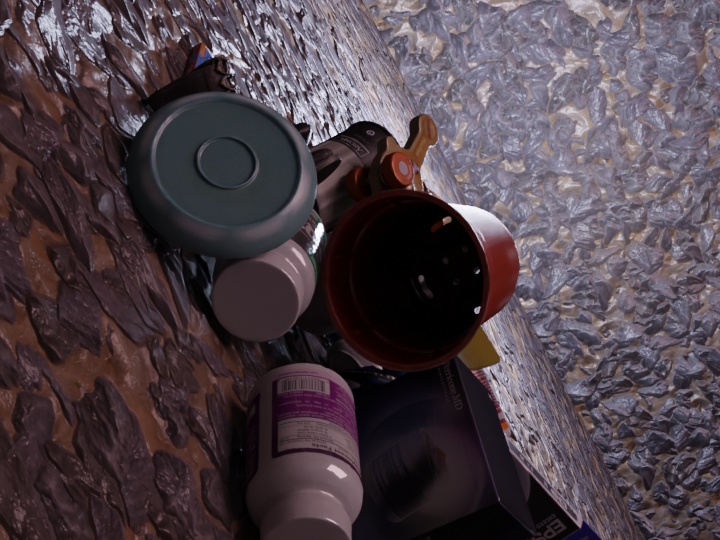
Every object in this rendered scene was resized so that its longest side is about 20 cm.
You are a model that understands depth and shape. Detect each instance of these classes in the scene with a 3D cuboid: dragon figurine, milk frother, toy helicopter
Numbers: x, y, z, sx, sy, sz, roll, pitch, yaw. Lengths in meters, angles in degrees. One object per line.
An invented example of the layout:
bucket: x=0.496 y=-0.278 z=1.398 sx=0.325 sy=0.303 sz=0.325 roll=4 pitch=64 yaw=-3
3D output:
dragon figurine: x=0.034 y=0.133 z=1.453 sx=0.200 sy=0.099 sz=0.059 roll=22 pitch=52 yaw=-21
milk frother: x=-0.061 y=-0.089 z=1.618 sx=0.188 sy=0.180 sz=0.200 roll=-31 pitch=129 yaw=-43
toy helicopter: x=0.069 y=-0.131 z=1.563 sx=0.132 sy=0.079 sz=0.200 roll=50 pitch=41 yaw=-24

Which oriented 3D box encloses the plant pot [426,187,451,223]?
plant pot: x=0.042 y=-0.030 z=1.817 sx=0.200 sy=0.200 sz=0.135 roll=57 pitch=49 yaw=-29

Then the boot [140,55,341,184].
boot: x=-0.135 y=-0.156 z=1.319 sx=0.069 sy=0.200 sz=0.174 roll=10 pitch=62 yaw=-79

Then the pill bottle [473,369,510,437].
pill bottle: x=0.155 y=0.199 z=1.925 sx=0.200 sy=0.113 sz=0.113 roll=67 pitch=14 yaw=9

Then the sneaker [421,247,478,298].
sneaker: x=0.121 y=0.019 z=1.592 sx=0.074 sy=0.200 sz=0.081 roll=19 pitch=42 yaw=-23

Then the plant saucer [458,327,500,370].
plant saucer: x=0.079 y=0.085 z=1.766 sx=0.200 sy=0.200 sz=0.048 roll=56 pitch=49 yaw=-29

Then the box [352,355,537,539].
box: x=0.066 y=0.231 z=1.348 sx=0.123 sy=0.198 sz=0.200 roll=49 pitch=20 yaw=-49

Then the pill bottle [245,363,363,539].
pill bottle: x=-0.055 y=0.192 z=1.148 sx=0.112 sy=0.112 sz=0.200 roll=55 pitch=17 yaw=-33

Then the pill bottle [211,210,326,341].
pill bottle: x=-0.102 y=-0.004 z=1.323 sx=0.113 sy=0.113 sz=0.200 roll=60 pitch=14 yaw=-17

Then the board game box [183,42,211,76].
board game box: x=-0.197 y=-0.219 z=1.555 sx=0.103 sy=0.019 sz=0.200 roll=59 pitch=14 yaw=-27

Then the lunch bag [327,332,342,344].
lunch bag: x=0.039 y=0.121 z=1.625 sx=0.200 sy=0.082 sz=0.161 roll=56 pitch=17 yaw=13

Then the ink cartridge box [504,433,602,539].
ink cartridge box: x=0.163 y=0.326 z=1.451 sx=0.200 sy=0.198 sz=0.043 roll=47 pitch=20 yaw=-13

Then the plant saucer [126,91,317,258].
plant saucer: x=-0.140 y=-0.107 z=1.231 sx=0.027 sy=0.200 sz=0.200 roll=117 pitch=-43 yaw=-60

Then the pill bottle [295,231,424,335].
pill bottle: x=0.000 y=0.000 z=1.521 sx=0.200 sy=0.120 sz=0.120 roll=-21 pitch=85 yaw=-47

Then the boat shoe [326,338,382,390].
boat shoe: x=0.013 y=0.179 z=1.513 sx=0.201 sy=0.070 sz=0.071 roll=60 pitch=25 yaw=6

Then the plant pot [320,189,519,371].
plant pot: x=0.087 y=0.003 z=1.382 sx=0.195 sy=0.201 sz=0.201 roll=-12 pitch=76 yaw=-64
